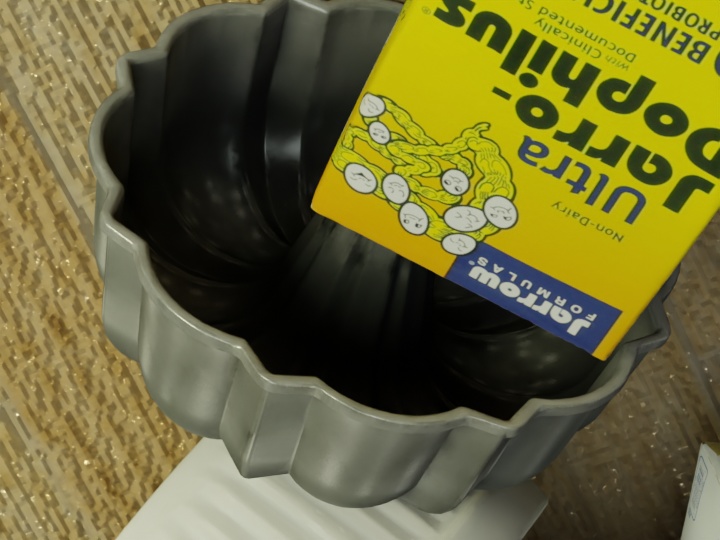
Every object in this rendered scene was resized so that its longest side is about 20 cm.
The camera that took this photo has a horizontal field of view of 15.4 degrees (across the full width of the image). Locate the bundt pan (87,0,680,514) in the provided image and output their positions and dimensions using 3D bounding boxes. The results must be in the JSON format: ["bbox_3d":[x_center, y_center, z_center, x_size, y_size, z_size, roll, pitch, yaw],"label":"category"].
[{"bbox_3d":[0.000,0.000,0.885,0.201,0.202,0.076,19,133,-3],"label":"bundt pan"}]

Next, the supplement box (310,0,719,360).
[{"bbox_3d":[0.078,-0.087,0.783,0.108,0.110,0.200,27,140,-2],"label":"supplement box"}]

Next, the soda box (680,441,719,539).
[{"bbox_3d":[0.144,0.163,0.970,0.068,0.064,0.201,3,119,-9],"label":"soda box"}]

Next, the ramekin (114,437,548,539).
[{"bbox_3d":[-0.034,0.125,0.940,0.105,0.200,0.200,39,114,5],"label":"ramekin"}]
